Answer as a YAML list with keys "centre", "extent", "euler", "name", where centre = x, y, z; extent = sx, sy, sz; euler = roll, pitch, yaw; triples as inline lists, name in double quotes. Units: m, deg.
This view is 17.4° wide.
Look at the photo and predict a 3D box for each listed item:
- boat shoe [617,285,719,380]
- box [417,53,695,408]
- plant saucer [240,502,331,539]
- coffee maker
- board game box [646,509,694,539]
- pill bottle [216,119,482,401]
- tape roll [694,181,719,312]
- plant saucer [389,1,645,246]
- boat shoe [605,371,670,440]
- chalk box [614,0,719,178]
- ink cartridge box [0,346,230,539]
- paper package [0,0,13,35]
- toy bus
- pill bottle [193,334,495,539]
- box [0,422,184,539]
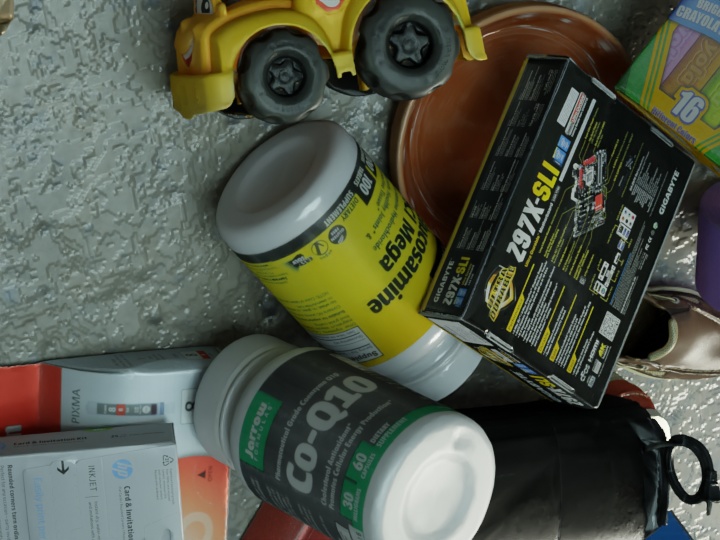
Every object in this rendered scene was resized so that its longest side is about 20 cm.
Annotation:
- centre: [0.215, 0.049, 1.762]
  extent: [0.201, 0.075, 0.075]
  euler: [13, 104, -28]
  name: "boat shoe"
- centre: [0.140, -0.025, 1.637]
  extent: [0.159, 0.049, 0.201]
  euler: [32, 76, -38]
  name: "box"
- centre: [0.002, 0.230, 1.758]
  extent: [0.199, 0.037, 0.201]
  euler: [28, 97, -30]
  name: "plant saucer"
- centre: [0.113, 0.146, 1.667]
  extent: [0.199, 0.192, 0.136]
  euler: [-5, 72, -39]
  name: "coffee maker"
- centre: [0.166, 0.302, 1.814]
  extent: [0.199, 0.056, 0.197]
  euler: [-21, 135, -16]
  name: "board game box"
- centre: [0.000, 0.000, 1.625]
  extent: [0.112, 0.112, 0.200]
  euler: [-44, 121, -3]
  name: "pill bottle"
- centre: [0.347, -0.015, 1.725]
  extent: [0.199, 0.200, 0.066]
  euler: [-8, 112, -21]
  name: "tape roll"
- centre: [0.111, -0.095, 1.686]
  extent: [0.199, 0.032, 0.202]
  euler: [-9, 113, -21]
  name: "plant saucer"
- centre: [0.194, 0.170, 1.805]
  extent: [0.071, 0.063, 0.201]
  euler: [-16, 130, -23]
  name: "boat shoe"
- centre: [0.300, -0.156, 1.648]
  extent: [0.200, 0.124, 0.124]
  euler: [-52, 146, 4]
  name: "chalk box"
- centre: [-0.187, 0.140, 1.631]
  extent: [0.199, 0.050, 0.163]
  euler: [-6, 111, -26]
  name: "ink cartridge box"
- centre: [-0.274, -0.248, 1.356]
  extent: [0.103, 0.200, 0.192]
  euler: [-8, 113, -21]
  name: "paper package"
- centre: [-0.034, -0.198, 1.534]
  extent: [0.199, 0.136, 0.193]
  euler: [-14, 101, -16]
  name: "toy bus"
- centre: [-0.015, 0.118, 1.572]
  extent: [0.113, 0.199, 0.114]
  euler: [-19, 118, -38]
  name: "pill bottle"
- centre: [-0.220, 0.189, 1.610]
  extent: [0.198, 0.041, 0.157]
  euler: [-5, 111, -5]
  name: "box"
